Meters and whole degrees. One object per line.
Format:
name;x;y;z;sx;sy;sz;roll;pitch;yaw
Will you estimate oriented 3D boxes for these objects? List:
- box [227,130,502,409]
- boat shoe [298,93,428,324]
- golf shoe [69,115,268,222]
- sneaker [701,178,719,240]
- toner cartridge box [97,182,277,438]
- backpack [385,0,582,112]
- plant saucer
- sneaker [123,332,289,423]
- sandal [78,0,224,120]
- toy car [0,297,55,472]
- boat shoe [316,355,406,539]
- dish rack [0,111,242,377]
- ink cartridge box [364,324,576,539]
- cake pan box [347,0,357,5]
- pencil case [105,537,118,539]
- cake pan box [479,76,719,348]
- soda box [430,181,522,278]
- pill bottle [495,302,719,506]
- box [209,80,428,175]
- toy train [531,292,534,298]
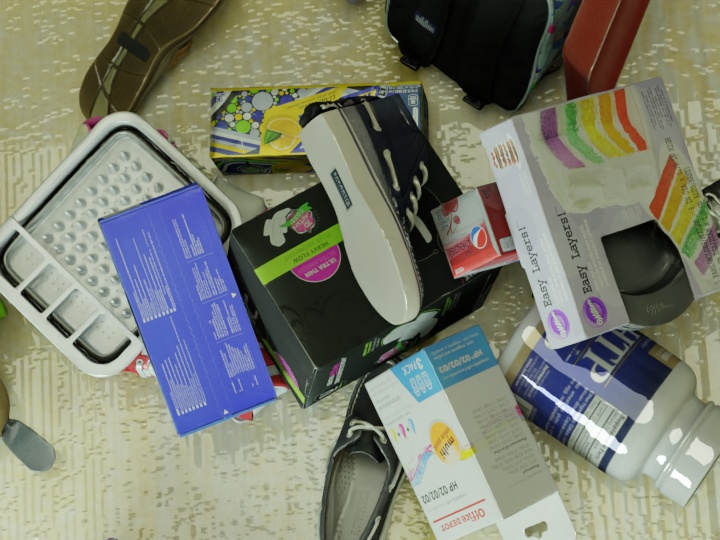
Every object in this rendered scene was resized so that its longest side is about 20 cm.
box;0.000;0.000;1.690;0.199;0.124;0.149;-29;75;-17
boat shoe;0.029;-0.059;1.614;0.092;0.075;0.201;-18;82;-31
golf shoe;-0.180;-0.085;1.769;0.199;0.075;0.092;12;116;9
sneaker;0.288;-0.024;1.699;0.200;0.089;0.074;-37;75;-2
toner cartridge box;-0.150;0.033;1.661;0.094;0.043;0.201;-20;99;-7
backpack;0.121;-0.264;1.715;0.177;0.200;0.151;35;65;14
plant saucer;0.224;-0.236;1.692;0.037;0.200;0.201;22;82;11
sneaker;-0.160;0.092;1.745;0.199;0.071;0.113;-13;74;3
sandal;-0.193;-0.220;1.827;0.080;0.054;0.200;40;101;19
toy car;-0.371;0.117;1.739;0.164;0.158;0.201;-29;87;-8
boat shoe;0.005;0.168;1.711;0.073;0.060;0.201;15;80;16
dish rack;-0.218;-0.022;1.713;0.172;0.044;0.200;42;88;10
ink cartridge box;0.094;0.162;1.656;0.068;0.115;0.201;-22;82;-32
cake pan box;0.009;-0.380;1.812;0.200;0.052;0.184;-38;72;-1
pencil case;-0.165;0.314;1.693;0.199;0.086;0.084;27;82;13
cake pan box;0.207;-0.047;1.595;0.183;0.052;0.201;-16;86;-33
soda box;0.160;-0.050;1.642;0.199;0.070;0.064;-14;81;-38
pill bottle;0.222;0.111;1.663;0.200;0.120;0.120;34;85;12
box;-0.037;-0.131;1.777;0.199;0.064;0.071;-2;78;8
toy train;0.209;-0.060;1.746;0.046;0.034;0.201;27;83;1
